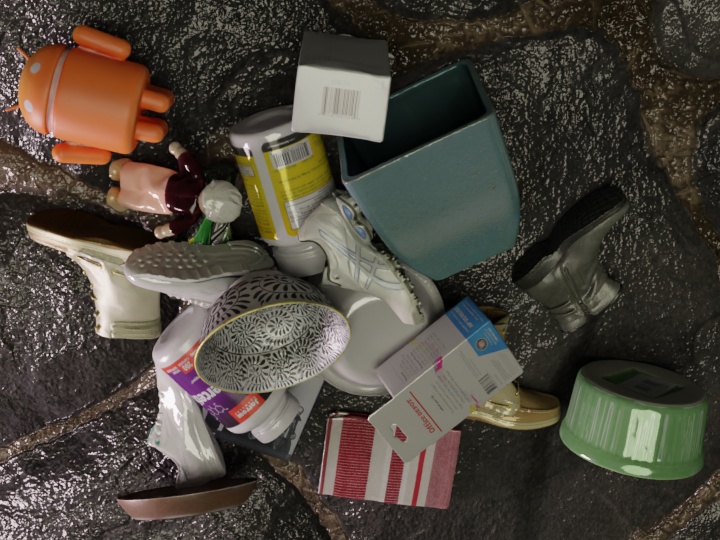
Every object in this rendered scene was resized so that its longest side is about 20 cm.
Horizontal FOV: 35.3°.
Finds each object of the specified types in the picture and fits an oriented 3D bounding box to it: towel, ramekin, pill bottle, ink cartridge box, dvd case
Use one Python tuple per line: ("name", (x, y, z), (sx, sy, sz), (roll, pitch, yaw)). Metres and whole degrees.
("towel", (0.043, 0.280, 1.667), (0.198, 0.023, 0.145), (7, 115, -2))
("ramekin", (0.378, 0.197, 1.548), (0.198, 0.200, 0.099), (7, 105, -4))
("pill bottle", (-0.088, -0.101, 1.454), (0.113, 0.115, 0.202), (-14, 113, 5))
("ink cartridge box", (0.100, 0.144, 1.476), (0.199, 0.068, 0.115), (-38, 128, -1))
("dvd case", (-0.135, 0.166, 1.614), (0.149, 0.025, 0.201), (20, 110, -9))
("pill bottle", (-0.177, 0.140, 1.528), (0.112, 0.113, 0.200), (-40, 108, 15))

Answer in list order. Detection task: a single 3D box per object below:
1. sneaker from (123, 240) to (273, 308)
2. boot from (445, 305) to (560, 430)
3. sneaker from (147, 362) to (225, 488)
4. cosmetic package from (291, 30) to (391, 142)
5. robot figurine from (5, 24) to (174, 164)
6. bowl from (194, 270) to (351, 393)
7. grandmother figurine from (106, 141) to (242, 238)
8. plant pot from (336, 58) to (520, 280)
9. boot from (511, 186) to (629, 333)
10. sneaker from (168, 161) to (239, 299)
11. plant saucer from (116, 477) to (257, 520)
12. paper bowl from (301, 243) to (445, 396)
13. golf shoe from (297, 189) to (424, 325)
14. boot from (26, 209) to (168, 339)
("sneaker", (-0.208, 0.013, 1.444), (0.198, 0.077, 0.081), (1, 133, -30))
("boot", (0.199, 0.134, 1.583), (0.198, 0.073, 0.157), (11, 111, -2))
("sneaker", (-0.262, 0.209, 1.577), (0.088, 0.075, 0.202), (-21, 92, -2))
("cosmetic package", (-0.022, -0.225, 1.357), (0.112, 0.200, 0.082), (7, 112, -2))
("robot figurine", (-0.335, -0.211, 1.401), (0.198, 0.118, 0.144), (14, 144, -6))
("bowl", (-0.118, 0.062, 1.427), (0.199, 0.095, 0.202), (-12, 146, -8))
("grandmother figurine", (-0.232, -0.100, 1.430), (0.198, 0.060, 0.123), (14, 110, 31))
("plant pot", (0.099, -0.109, 1.419), (0.194, 0.197, 0.201), (-24, 118, 9))
("boot", (0.312, -0.012, 1.532), (0.130, 0.068, 0.200), (38, 115, -20))
("sneaker", (-0.198, -0.053, 1.500), (0.084, 0.078, 0.201), (3, 122, -32))
("plant saucer", (-0.240, 0.321, 1.586), (0.198, 0.200, 0.035), (-8, 84, 2))
("paper bowl", (0.018, 0.073, 1.521), (0.198, 0.104, 0.203), (-3, 108, -9))
("golf shoe", (0.000, 0.000, 1.419), (0.097, 0.078, 0.201), (-36, 100, 0))
("boot", (-0.355, 0.008, 1.518), (0.198, 0.072, 0.156), (15, 123, 6))
